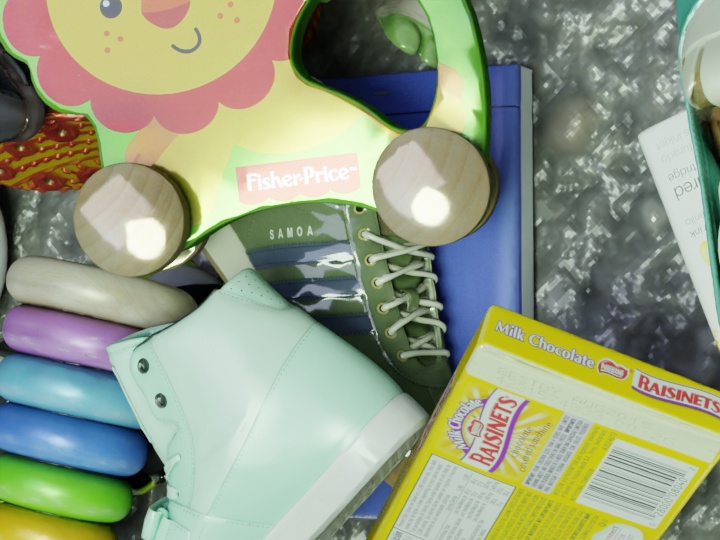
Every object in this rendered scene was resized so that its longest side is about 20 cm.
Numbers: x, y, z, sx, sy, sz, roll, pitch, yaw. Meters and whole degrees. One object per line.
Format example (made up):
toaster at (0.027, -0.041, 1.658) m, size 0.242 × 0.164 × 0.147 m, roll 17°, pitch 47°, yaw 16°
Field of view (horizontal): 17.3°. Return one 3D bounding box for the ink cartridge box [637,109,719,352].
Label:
ink cartridge box at (0.215, 0.018, 0.909) m, size 0.128 × 0.125 × 0.200 m, roll -26°, pitch 75°, yaw 23°

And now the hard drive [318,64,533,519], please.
hard drive at (0.015, 0.012, 1.070) m, size 0.132 × 0.025 × 0.200 m, roll -2°, pitch 85°, yaw 27°

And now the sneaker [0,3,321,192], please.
sneaker at (-0.102, -0.101, 1.127) m, size 0.200 × 0.073 × 0.077 m, roll -29°, pitch 52°, yaw 19°

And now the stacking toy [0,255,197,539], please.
stacking toy at (-0.132, 0.098, 1.020) m, size 0.085 × 0.085 × 0.200 m, roll 10°, pitch 84°, yaw 28°

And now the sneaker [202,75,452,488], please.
sneaker at (0.000, 0.000, 1.025) m, size 0.090 × 0.067 × 0.200 m, roll -48°, pitch 64°, yaw 22°

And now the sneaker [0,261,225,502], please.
sneaker at (-0.120, 0.078, 1.082) m, size 0.083 × 0.072 × 0.200 m, roll 29°, pitch 84°, yaw 40°

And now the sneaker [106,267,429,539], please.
sneaker at (-0.075, 0.090, 0.987) m, size 0.118 × 0.074 × 0.200 m, roll 45°, pitch 107°, yaw 9°

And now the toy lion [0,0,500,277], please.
toy lion at (-0.050, -0.098, 0.970) m, size 0.200 × 0.069 × 0.192 m, roll -5°, pitch 92°, yaw 9°

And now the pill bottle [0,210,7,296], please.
pill bottle at (-0.282, -0.017, 1.171) m, size 0.200 × 0.116 × 0.116 m, roll 13°, pitch 92°, yaw 35°

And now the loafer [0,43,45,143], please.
loafer at (-0.201, -0.096, 1.139) m, size 0.200 × 0.063 × 0.072 m, roll -132°, pitch 50°, yaw -62°

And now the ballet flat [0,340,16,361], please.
ballet flat at (-0.202, 0.089, 1.153) m, size 0.200 × 0.068 × 0.068 m, roll -36°, pitch 77°, yaw 21°

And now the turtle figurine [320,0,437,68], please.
turtle figurine at (0.060, -0.176, 0.995) m, size 0.200 × 0.144 × 0.194 m, roll 45°, pitch 108°, yaw 27°

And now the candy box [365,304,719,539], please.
candy box at (0.068, 0.092, 0.947) m, size 0.102 × 0.200 × 0.026 m, roll 23°, pitch 53°, yaw -1°

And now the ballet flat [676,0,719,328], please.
ballet flat at (0.147, -0.044, 0.839) m, size 0.067 × 0.070 × 0.200 m, roll -14°, pitch 79°, yaw 26°
